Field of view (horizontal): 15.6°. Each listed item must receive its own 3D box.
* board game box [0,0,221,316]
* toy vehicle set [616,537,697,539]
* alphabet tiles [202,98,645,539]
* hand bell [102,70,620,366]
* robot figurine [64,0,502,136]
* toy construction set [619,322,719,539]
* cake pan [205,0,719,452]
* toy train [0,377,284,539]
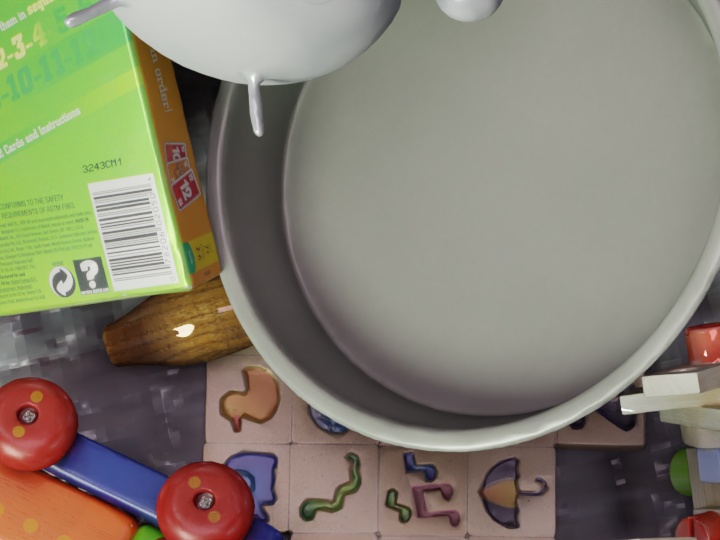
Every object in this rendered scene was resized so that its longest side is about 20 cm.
[{"bbox_3d":[-0.114,-0.087,0.908,0.095,0.030,0.201,-7,103,30],"label":"board game box"},{"bbox_3d":[0.025,0.149,0.813,0.026,0.199,0.125,2,82,-42],"label":"toy vehicle set"},{"bbox_3d":[0.024,0.033,0.989,0.166,0.008,0.201,1,79,2],"label":"alphabet tiles"},{"bbox_3d":[0.000,0.000,0.961,0.199,0.104,0.105,-19,78,10],"label":"hand bell"},{"bbox_3d":[-0.020,-0.144,0.852,0.169,0.113,0.201,25,71,2],"label":"robot figurine"},{"bbox_3d":[0.124,0.110,0.904,0.131,0.092,0.201,-9,107,-36],"label":"toy construction set"},{"bbox_3d":[0.042,-0.037,0.891,0.199,0.037,0.202,-5,78,27],"label":"cake pan"},{"bbox_3d":[-0.137,0.100,0.926,0.199,0.085,0.116,24,63,11],"label":"toy train"}]
